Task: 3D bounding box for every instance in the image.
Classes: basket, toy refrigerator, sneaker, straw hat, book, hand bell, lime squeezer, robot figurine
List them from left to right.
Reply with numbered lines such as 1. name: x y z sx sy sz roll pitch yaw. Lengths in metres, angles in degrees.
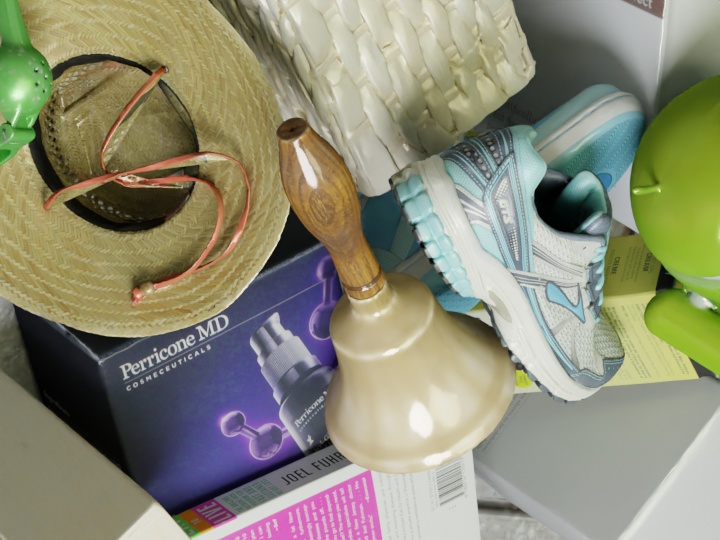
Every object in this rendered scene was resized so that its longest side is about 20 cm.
1. lime squeezer: -0.191 -0.078 1.339 0.200 0.071 0.038 -67 171 15
2. toy refrigerator: -0.157 0.119 1.380 0.070 0.200 0.076 -45 130 -11
3. straw hat: -0.119 -0.066 1.387 0.085 0.201 0.201 -35 142 -72
4. book: -0.023 0.164 1.465 0.200 0.048 0.134 -22 120 -28
5. basket: -0.014 -0.153 1.409 0.136 0.123 0.200 -38 128 -16
6. hand bell: 0.000 0.000 1.348 0.104 0.104 0.200 -41 137 -14
7. sneaker: 0.052 -0.064 1.476 0.200 0.131 0.080 -40 154 24
8. sneaker: 0.098 -0.002 1.394 0.086 0.078 0.200 -31 140 13
9. robot figurine: 0.218 -0.028 1.427 0.200 0.116 0.176 35 89 -42

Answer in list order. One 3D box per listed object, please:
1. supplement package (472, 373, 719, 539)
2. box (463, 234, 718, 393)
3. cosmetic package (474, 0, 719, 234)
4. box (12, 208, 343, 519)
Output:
1. supplement package: 0.146 0.103 1.594 0.117 0.200 0.117 -51 130 -5
2. box: 0.101 0.027 1.533 0.075 0.200 0.050 57 38 -37
3. cosmetic package: 0.192 -0.138 1.539 0.200 0.165 0.165 -14 119 -30
4. box: -0.082 0.075 1.478 0.148 0.104 0.200 -29 125 -22
